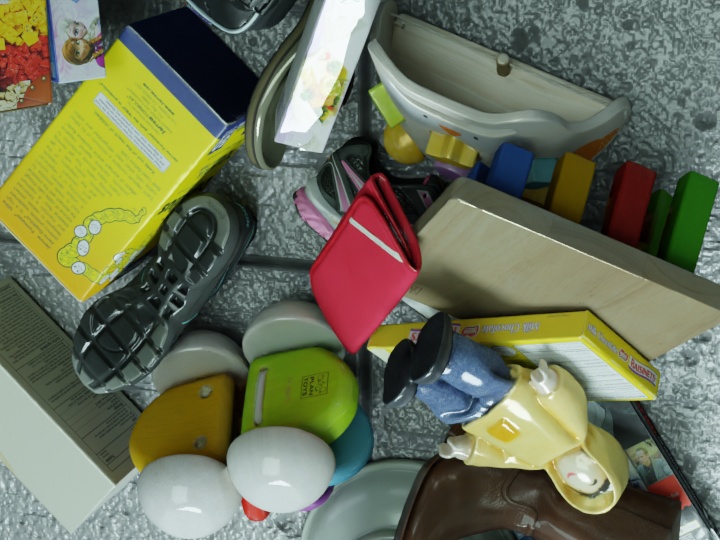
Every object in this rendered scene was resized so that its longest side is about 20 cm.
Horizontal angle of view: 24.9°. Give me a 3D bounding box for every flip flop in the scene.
[{"bbox_3d":[-0.026,-0.156,1.225,0.057,0.081,0.201,36,108,8],"label":"flip flop"}]

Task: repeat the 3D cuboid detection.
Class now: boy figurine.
[{"bbox_3d":[0.108,0.109,1.159,0.199,0.065,0.124,34,131,-22],"label":"boy figurine"}]

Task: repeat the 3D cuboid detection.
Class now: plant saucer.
[{"bbox_3d":[0.037,0.257,1.338,0.198,0.050,0.202,6,108,17],"label":"plant saucer"}]

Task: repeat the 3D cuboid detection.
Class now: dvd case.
[{"bbox_3d":[0.170,0.157,1.277,0.145,0.022,0.201,-31,95,24],"label":"dvd case"}]

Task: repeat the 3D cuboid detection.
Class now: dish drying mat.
[{"bbox_3d":[0.000,0.000,1.172,0.077,0.018,0.200,62,158,11],"label":"dish drying mat"}]

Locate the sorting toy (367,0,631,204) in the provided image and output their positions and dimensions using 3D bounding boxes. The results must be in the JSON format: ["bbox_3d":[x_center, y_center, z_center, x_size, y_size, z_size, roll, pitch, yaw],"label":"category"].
[{"bbox_3d":[0.075,-0.115,1.133,0.198,0.180,0.108,24,92,11],"label":"sorting toy"}]

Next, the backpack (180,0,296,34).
[{"bbox_3d":[-0.096,-0.292,1.166,0.200,0.151,0.178,41,114,1],"label":"backpack"}]

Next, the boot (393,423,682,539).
[{"bbox_3d":[0.134,0.196,1.193,0.198,0.187,0.065,25,132,12],"label":"boot"}]

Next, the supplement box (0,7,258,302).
[{"bbox_3d":[-0.178,-0.091,1.277,0.110,0.109,0.200,45,115,2],"label":"supplement box"}]

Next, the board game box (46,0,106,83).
[{"bbox_3d":[-0.254,-0.252,1.228,0.199,0.041,0.202,21,119,59],"label":"board game box"}]

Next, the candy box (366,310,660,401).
[{"bbox_3d":[0.109,0.066,1.193,0.199,0.102,0.027,-5,61,42],"label":"candy box"}]

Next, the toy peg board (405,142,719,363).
[{"bbox_3d":[0.137,-0.023,1.132,0.197,0.200,0.099,22,69,-8],"label":"toy peg board"}]

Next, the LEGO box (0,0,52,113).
[{"bbox_3d":[-0.298,-0.215,1.195,0.200,0.076,0.150,38,133,52],"label":"LEGO box"}]

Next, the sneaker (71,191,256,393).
[{"bbox_3d":[-0.151,0.023,1.307,0.075,0.079,0.200,47,107,13],"label":"sneaker"}]

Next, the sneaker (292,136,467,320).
[{"bbox_3d":[0.047,-0.026,1.239,0.199,0.080,0.087,36,103,0],"label":"sneaker"}]

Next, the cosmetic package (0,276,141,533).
[{"bbox_3d":[-0.270,0.111,1.373,0.200,0.103,0.073,47,116,3],"label":"cosmetic package"}]

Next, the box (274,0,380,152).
[{"bbox_3d":[-0.016,-0.170,1.133,0.038,0.042,0.201,12,131,-13],"label":"box"}]

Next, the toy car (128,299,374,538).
[{"bbox_3d":[-0.077,0.135,1.298,0.198,0.176,0.150,-19,134,23],"label":"toy car"}]
